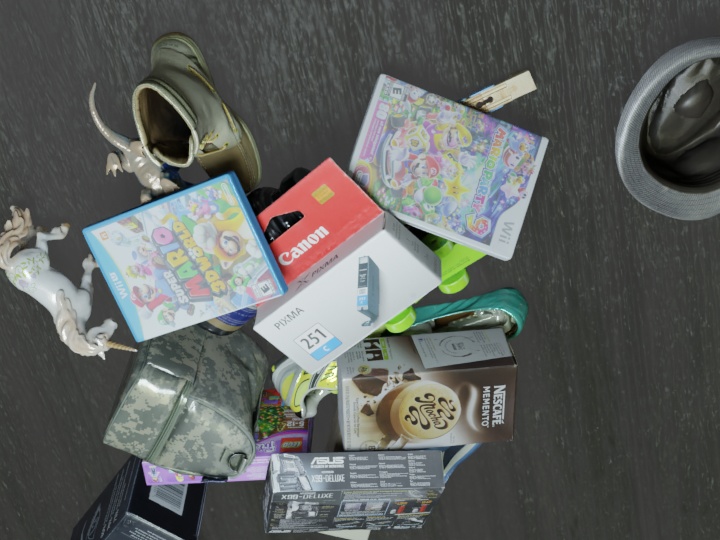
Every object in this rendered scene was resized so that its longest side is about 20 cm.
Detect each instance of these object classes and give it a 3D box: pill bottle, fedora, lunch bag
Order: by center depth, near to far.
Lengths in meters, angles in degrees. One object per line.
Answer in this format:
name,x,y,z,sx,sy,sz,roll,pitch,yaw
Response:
fedora,0.358,-0.164,1.396,0.177,0.090,0.200,17,113,-10
pill bottle,-0.116,-0.024,1.479,0.200,0.112,0.112,-39,113,21
lunch bag,-0.194,0.144,1.530,0.168,0.200,0.139,22,119,-10

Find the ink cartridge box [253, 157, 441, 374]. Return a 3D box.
ink cartridge box,-0.043,0.001,1.394,0.200,0.045,0.176,-37,115,26

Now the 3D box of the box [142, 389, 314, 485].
box,-0.159,0.202,1.600,0.200,0.137,0.039,-3,121,3

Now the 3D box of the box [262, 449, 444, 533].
box,-0.012,0.262,1.527,0.200,0.050,0.158,0,152,-7

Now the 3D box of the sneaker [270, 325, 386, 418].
sneaker,-0.019,0.103,1.558,0.200,0.076,0.075,-42,152,28

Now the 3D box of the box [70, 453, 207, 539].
box,-0.297,0.348,1.684,0.104,0.148,0.200,31,118,-17

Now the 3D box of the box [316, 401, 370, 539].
box,-0.003,0.236,1.642,0.078,0.095,0.200,13,119,-6

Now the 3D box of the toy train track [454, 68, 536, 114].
toy train track,0.097,-0.171,1.436,0.200,0.033,0.115,-25,110,9

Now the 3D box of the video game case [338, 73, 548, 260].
video game case,0.091,-0.111,1.398,0.200,0.018,0.143,20,81,-10

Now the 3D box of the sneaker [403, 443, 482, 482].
sneaker,0.082,0.229,1.651,0.082,0.074,0.200,32,109,-14

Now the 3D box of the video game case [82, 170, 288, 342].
video game case,-0.192,-0.012,1.408,0.200,0.018,0.143,-18,104,26

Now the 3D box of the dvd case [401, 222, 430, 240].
dvd case,0.000,0.000,1.491,0.200,0.022,0.146,-37,155,21

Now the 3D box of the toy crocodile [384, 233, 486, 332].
toy crocodile,0.062,0.006,1.475,0.200,0.062,0.068,-35,125,1

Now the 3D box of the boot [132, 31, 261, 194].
boot,-0.175,-0.140,1.385,0.072,0.155,0.200,-20,117,14

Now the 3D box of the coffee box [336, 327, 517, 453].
coffee box,0.075,0.139,1.499,0.200,0.080,0.113,-5,122,-5

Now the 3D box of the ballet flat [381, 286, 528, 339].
ballet flat,0.105,0.073,1.555,0.200,0.070,0.067,-18,119,12

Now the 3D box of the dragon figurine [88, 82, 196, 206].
dragon figurine,-0.236,-0.121,1.450,0.059,0.099,0.200,-41,98,15

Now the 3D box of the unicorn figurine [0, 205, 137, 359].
unicorn figurine,-0.340,0.021,1.492,0.200,0.137,0.074,31,127,-13
